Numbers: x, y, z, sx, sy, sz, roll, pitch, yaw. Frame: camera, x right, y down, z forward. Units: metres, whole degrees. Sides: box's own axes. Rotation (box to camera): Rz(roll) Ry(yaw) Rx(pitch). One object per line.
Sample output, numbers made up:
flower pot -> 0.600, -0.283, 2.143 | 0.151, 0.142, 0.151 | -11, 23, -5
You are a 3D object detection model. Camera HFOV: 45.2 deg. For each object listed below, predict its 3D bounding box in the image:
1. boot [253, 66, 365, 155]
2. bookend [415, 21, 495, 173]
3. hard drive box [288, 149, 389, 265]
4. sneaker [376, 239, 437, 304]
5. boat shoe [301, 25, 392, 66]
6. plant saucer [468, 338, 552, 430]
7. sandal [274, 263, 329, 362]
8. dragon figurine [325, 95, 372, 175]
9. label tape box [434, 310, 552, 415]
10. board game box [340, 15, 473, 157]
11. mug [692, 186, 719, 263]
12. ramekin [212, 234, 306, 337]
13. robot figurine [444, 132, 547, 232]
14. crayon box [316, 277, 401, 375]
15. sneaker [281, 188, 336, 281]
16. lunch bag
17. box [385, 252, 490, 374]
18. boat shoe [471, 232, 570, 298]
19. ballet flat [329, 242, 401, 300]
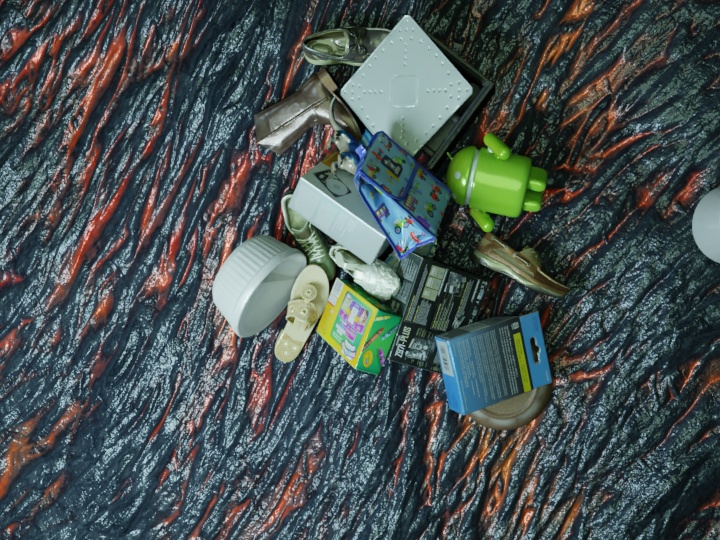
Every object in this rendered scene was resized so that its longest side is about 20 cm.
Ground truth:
boot -> -0.102, -0.277, 1.734 | 0.198, 0.064, 0.188 | -33, 89, 13
bookend -> 0.126, -0.333, 1.674 | 0.199, 0.092, 0.200 | 39, 98, 7
hard drive box -> -0.015, -0.124, 1.667 | 0.198, 0.156, 0.077 | 35, 127, 6
sneaker -> 0.085, -0.021, 1.685 | 0.074, 0.086, 0.204 | 20, 94, 47
boat shoe -> -0.021, -0.444, 1.709 | 0.196, 0.065, 0.075 | -7, 89, 9
plant saucer -> 0.278, 0.215, 1.696 | 0.196, 0.037, 0.205 | 0, 92, 9
sandal -> -0.115, 0.098, 1.719 | 0.076, 0.070, 0.215 | 20, 108, -12
dragon figurine -> -0.010, -0.233, 1.657 | 0.098, 0.059, 0.203 | 0, 63, -27
label tape box -> 0.251, 0.169, 1.630 | 0.197, 0.063, 0.147 | -15, 98, -20
board game box -> 0.087, -0.336, 1.629 | 0.200, 0.026, 0.201 | -45, 75, 22
mug -> 0.706, -0.094, 1.554 | 0.185, 0.153, 0.151 | -31, 86, 9
ramekin -> -0.203, 0.022, 1.696 | 0.094, 0.202, 0.204 | 38, 97, 17
robot figurine -> 0.253, -0.170, 1.646 | 0.196, 0.116, 0.178 | 13, 124, 8
crayon box -> -0.007, 0.104, 1.661 | 0.057, 0.200, 0.121 | 17, 99, -29
sneaker -> -0.110, -0.068, 1.724 | 0.066, 0.090, 0.203 | -22, 89, 8
lunch bag -> 0.060, -0.152, 1.571 | 0.093, 0.152, 0.200 | -30, 113, 37
box -> 0.134, 0.084, 1.654 | 0.161, 0.086, 0.204 | 16, 96, -26
boat shoe -> 0.314, -0.012, 1.664 | 0.197, 0.076, 0.075 | 26, 93, 7
ballet flat -> 0.000, 0.000, 1.669 | 0.199, 0.071, 0.073 | 38, 100, 49
